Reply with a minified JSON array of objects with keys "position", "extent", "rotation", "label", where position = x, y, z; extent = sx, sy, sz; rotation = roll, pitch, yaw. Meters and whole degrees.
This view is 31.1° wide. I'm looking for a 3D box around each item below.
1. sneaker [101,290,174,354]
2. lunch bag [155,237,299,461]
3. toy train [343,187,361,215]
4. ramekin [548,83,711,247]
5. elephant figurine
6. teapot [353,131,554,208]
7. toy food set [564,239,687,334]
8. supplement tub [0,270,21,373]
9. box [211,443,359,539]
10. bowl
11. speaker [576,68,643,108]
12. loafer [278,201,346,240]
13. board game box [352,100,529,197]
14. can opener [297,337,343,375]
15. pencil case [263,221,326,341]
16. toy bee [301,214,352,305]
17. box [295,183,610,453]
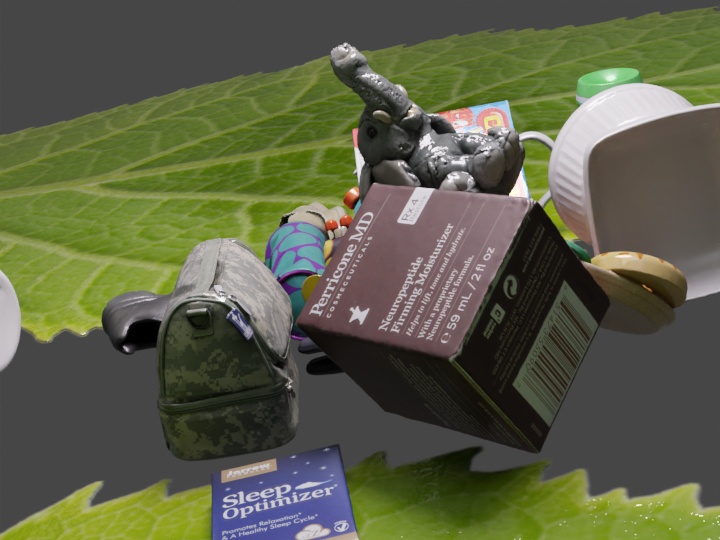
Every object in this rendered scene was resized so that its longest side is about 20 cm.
[{"position":[-0.208,0.053,1.542],"extent":[0.198,0.077,0.091],"rotation":[-22,29,-6],"label":"sneaker"},{"position":[-0.136,0.072,1.287],"extent":[0.137,0.170,0.200],"rotation":[-10,20,3],"label":"lunch bag"},{"position":[0.078,-0.038,1.362],"extent":[0.198,0.056,0.151],"rotation":[21,29,-26],"label":"toy train"},{"position":[0.320,-0.104,1.465],"extent":[0.199,0.205,0.094],"rotation":[-12,21,-3],"label":"ramekin"},{"position":[0.055,-0.115,1.294],"extent":[0.198,0.157,0.141],"rotation":[23,7,19],"label":"elephant figurine"},{"position":[0.129,-0.100,1.640],"extent":[0.198,0.148,0.196],"rotation":[-24,23,-33],"label":"teapot"},{"position":[0.220,0.009,1.281],"extent":[0.195,0.049,0.200],"rotation":[20,-10,10],"label":"toy food set"},{"position":[-0.527,0.065,1.554],"extent":[0.197,0.146,0.145],"rotation":[-4,21,20],"label":"supplement tub"},{"position":[-0.067,0.202,1.101],"extent":[0.119,0.033,0.200],"rotation":[-13,19,-3],"label":"box"},{"position":[0.333,-0.073,1.381],"extent":[0.197,0.203,0.075],"rotation":[-13,15,-3],"label":"bowl"},{"position":[0.308,-0.135,1.551],"extent":[0.087,0.203,0.089],"rotation":[-9,20,3],"label":"speaker"},{"position":[-0.058,-0.045,1.710],"extent":[0.067,0.077,0.200],"rotation":[-18,11,-14],"label":"loafer"},{"position":[0.096,-0.094,1.523],"extent":[0.193,0.056,0.202],"rotation":[-11,53,4],"label":"board game box"},{"position":[0.028,0.074,1.345],"extent":[0.197,0.064,0.079],"rotation":[-4,21,18],"label":"can opener"},{"position":[-0.075,0.009,1.545],"extent":[0.092,0.085,0.200],"rotation":[-34,17,8],"label":"pencil case"},{"position":[0.000,0.000,1.368],"extent":[0.129,0.110,0.200],"rotation":[-8,-16,-3],"label":"toy bee"},{"position":[0.085,0.039,1.176],"extent":[0.198,0.164,0.167],"rotation":[9,63,44],"label":"box"}]
